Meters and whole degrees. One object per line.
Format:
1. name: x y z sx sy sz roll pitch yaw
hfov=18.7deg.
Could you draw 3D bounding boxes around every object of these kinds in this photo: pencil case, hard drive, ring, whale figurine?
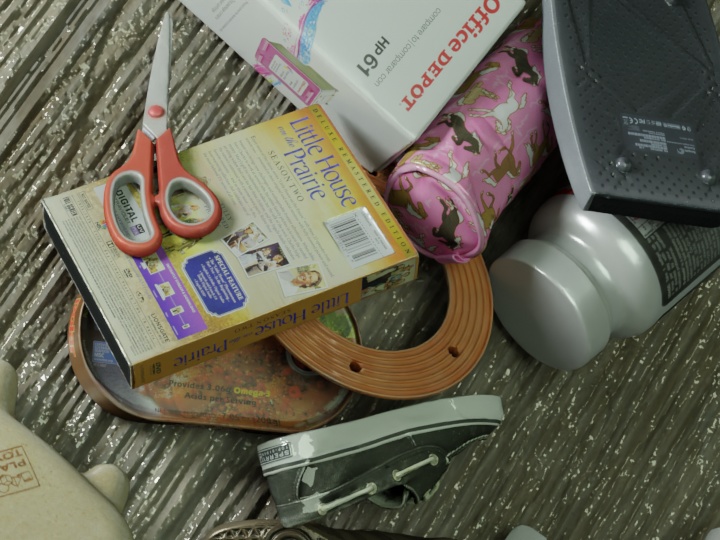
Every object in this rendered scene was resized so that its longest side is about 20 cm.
1. pencil case: 0.093 -0.089 1.499 0.086 0.083 0.200 36 52 8
2. hard drive: 0.188 -0.121 1.484 0.134 0.042 0.201 7 58 -22
3. ring: 0.000 0.000 1.456 0.200 0.019 0.201 17 52 -22
4. whale figurine: -0.217 0.155 1.325 0.159 0.104 0.200 -16 63 -27

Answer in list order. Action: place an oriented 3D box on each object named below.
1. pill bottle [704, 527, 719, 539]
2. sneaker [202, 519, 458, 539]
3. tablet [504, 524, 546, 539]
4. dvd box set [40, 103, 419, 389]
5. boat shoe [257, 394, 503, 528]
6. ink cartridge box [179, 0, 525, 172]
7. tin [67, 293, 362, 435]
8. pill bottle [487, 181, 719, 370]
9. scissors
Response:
1. pill bottle: 0.242 0.283 1.503 0.112 0.112 0.200 34 68 -16
2. sneaker: -0.008 0.202 1.428 0.199 0.076 0.071 8 87 -2
3. tablet: 0.101 0.276 1.443 0.130 0.014 0.200 36 63 12
4. dvd box set: -0.083 -0.020 1.382 0.199 0.029 0.147 -22 56 -18
5. boat shoe: 0.018 0.126 1.436 0.200 0.071 0.064 -11 84 -39
6. ink cartridge box: -0.009 -0.187 1.477 0.200 0.085 0.145 42 65 -8
7. tin: -0.094 0.048 1.426 0.199 0.042 0.112 8 81 -25
8. pill bottle: 0.190 -0.024 1.535 0.200 0.116 0.116 -38 97 -27
9. scissors: -0.139 -0.092 1.405 0.073 0.014 0.200 -10 55 -8
